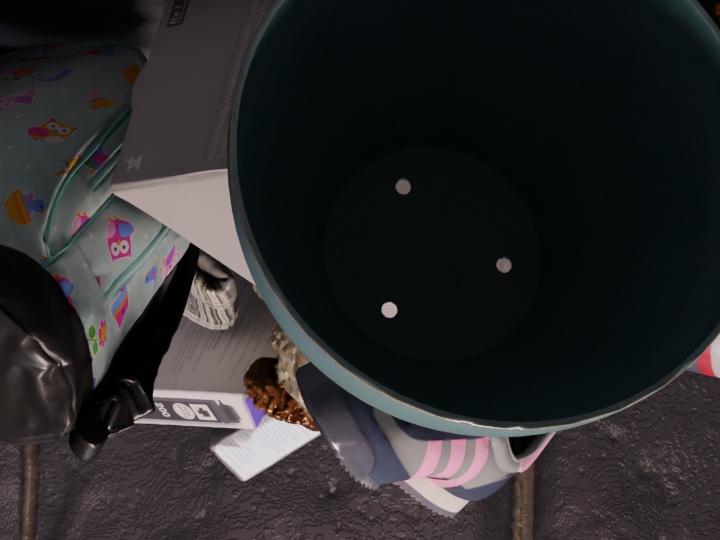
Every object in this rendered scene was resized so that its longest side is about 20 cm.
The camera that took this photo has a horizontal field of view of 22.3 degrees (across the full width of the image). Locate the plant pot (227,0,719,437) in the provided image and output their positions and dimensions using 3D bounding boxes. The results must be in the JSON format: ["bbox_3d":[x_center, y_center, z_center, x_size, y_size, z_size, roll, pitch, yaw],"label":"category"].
[{"bbox_3d":[0.041,-0.025,0.719,0.199,0.201,0.135,2,165,-9],"label":"plant pot"}]

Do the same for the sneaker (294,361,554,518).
[{"bbox_3d":[0.036,0.067,0.906,0.082,0.070,0.200,-32,158,13],"label":"sneaker"}]

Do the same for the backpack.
[{"bbox_3d":[-0.152,-0.017,0.837,0.166,0.127,0.200,8,-144,19],"label":"backpack"}]

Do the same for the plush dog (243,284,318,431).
[{"bbox_3d":[0.000,0.000,1.004,0.199,0.173,0.160,-21,161,28],"label":"plush dog"}]

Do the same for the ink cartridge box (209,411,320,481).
[{"bbox_3d":[-0.007,0.019,1.187,0.200,0.200,0.041,-31,119,18],"label":"ink cartridge box"}]

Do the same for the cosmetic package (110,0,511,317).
[{"bbox_3d":[-0.012,-0.043,0.847,0.090,0.107,0.200,-3,155,36],"label":"cosmetic package"}]

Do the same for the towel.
[{"bbox_3d":[-0.152,-0.035,1.031,0.200,0.035,0.193,39,173,1],"label":"towel"}]

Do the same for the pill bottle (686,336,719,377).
[{"bbox_3d":[0.176,-0.004,1.248,0.199,0.120,0.120,14,179,24],"label":"pill bottle"}]

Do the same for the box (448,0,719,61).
[{"bbox_3d":[0.126,-0.102,0.809,0.199,0.040,0.137,-2,174,27],"label":"box"}]

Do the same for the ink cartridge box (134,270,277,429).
[{"bbox_3d":[-0.070,0.011,1.173,0.199,0.199,0.043,-1,140,37],"label":"ink cartridge box"}]
